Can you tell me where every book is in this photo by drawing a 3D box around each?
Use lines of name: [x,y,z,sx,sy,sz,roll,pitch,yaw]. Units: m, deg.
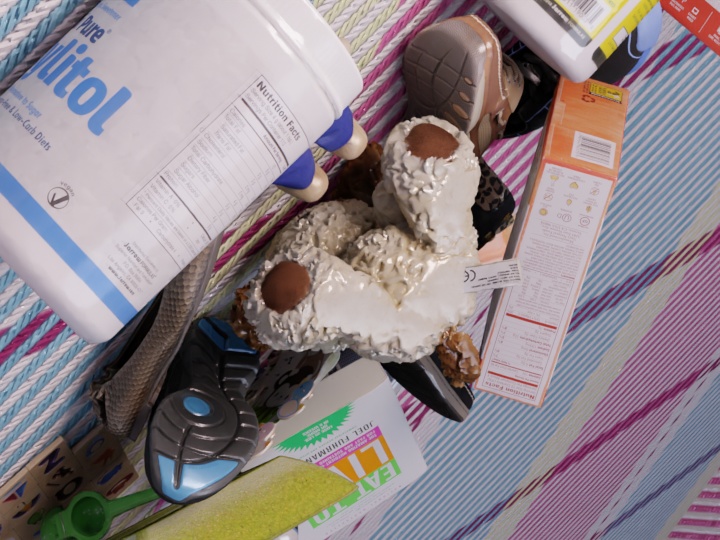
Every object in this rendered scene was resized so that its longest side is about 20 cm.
book: [-0.024,0.144,1.592,0.133,0.048,0.200,-29,152,-2]

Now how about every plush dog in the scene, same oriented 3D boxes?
plush dog: [0.000,0.000,1.391,0.200,0.171,0.161,-46,122,-15]

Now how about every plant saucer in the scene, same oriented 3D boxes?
plant saucer: [-0.131,0.195,1.435,0.199,0.048,0.199,-24,177,-42]

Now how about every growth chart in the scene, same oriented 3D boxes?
growth chart: [-0.071,0.095,1.476,0.144,0.018,0.200,-20,-157,53]

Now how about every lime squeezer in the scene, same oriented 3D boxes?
lime squeezer: [-0.190,0.185,1.459,0.070,0.038,0.200,11,154,-28]

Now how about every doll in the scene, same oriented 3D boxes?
doll: [-0.054,-0.092,1.252,0.137,0.048,0.200,-47,161,0]

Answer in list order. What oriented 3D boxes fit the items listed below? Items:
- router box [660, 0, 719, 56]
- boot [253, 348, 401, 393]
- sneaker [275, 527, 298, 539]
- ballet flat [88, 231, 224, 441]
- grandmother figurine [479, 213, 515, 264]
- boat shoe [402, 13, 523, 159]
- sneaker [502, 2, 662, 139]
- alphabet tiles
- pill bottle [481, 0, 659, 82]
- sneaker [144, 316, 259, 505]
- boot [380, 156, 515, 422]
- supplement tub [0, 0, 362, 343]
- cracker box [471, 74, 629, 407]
router box: [0.287,-0.247,1.430,0.049,0.200,0.180,-20,147,-51]
boot: [-0.041,0.093,1.597,0.199,0.073,0.090,-38,157,-2]
sneaker: [-0.137,0.247,1.602,0.199,0.073,0.072,-21,141,15]
ballet flat: [-0.137,0.033,1.338,0.068,0.046,0.201,-71,-174,-55]
grandmother figurine: [0.056,-0.005,1.640,0.199,0.061,0.122,-25,158,-47]
boat shoe: [0.075,-0.131,1.411,0.072,0.076,0.200,-35,168,-15]
sneaker: [0.145,-0.149,1.471,0.078,0.070,0.200,-30,172,-31]
alphabet tiles: [-0.239,0.188,1.489,0.166,0.006,0.200,-42,160,-13]
pill bottle: [0.174,-0.235,1.350,0.200,0.112,0.112,-47,161,3]
sneaker: [-0.113,0.114,1.389,0.082,0.073,0.200,-60,-173,25]
boot: [0.064,0.005,1.549,0.151,0.073,0.200,-46,118,-19]
supplement tub: [-0.111,-0.073,1.047,0.200,0.132,0.132,-45,161,-6]
cracker box: [0.137,-0.022,1.434,0.134,0.057,0.201,-72,178,-56]
